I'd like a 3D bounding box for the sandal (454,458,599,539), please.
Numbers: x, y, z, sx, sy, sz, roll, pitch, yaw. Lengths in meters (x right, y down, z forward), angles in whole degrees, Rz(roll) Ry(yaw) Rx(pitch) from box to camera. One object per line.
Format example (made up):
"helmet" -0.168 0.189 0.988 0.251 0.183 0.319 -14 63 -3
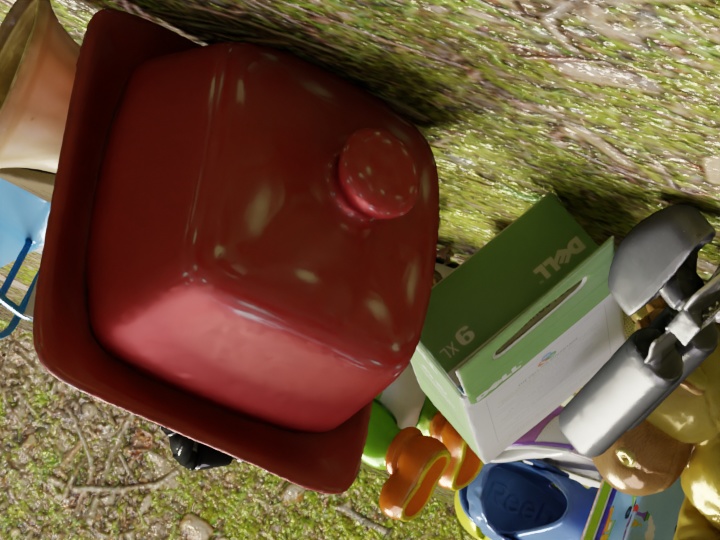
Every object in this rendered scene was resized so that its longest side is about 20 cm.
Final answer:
"sandal" 0.146 0.172 1.655 0.199 0.080 0.087 15 167 21

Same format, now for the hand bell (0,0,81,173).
"hand bell" -0.096 -0.057 1.260 0.199 0.105 0.104 23 171 -19

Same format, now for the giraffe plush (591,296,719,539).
"giraffe plush" 0.199 0.098 1.375 0.162 0.200 0.172 41 161 -14

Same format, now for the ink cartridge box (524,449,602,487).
"ink cartridge box" 0.117 0.085 1.711 0.199 0.083 0.147 20 171 8

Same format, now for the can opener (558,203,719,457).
"can opener" 0.142 0.026 1.238 0.067 0.053 0.200 50 152 9

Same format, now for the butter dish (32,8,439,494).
"butter dish" -0.031 -0.025 1.162 0.199 0.201 0.147 27 147 -33

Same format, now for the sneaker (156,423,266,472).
"sneaker" -0.110 0.059 1.515 0.199 0.112 0.077 18 174 32

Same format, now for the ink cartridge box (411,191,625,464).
"ink cartridge box" 0.078 0.025 1.278 0.059 0.104 0.200 50 175 18

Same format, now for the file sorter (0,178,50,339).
"file sorter" -0.271 -0.021 1.546 0.139 0.123 0.200 41 142 -22

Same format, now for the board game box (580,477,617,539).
"board game box" 0.214 0.167 1.588 0.134 0.201 0.045 20 171 4

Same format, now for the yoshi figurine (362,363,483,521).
"yoshi figurine" -0.023 0.085 1.564 0.200 0.112 0.113 36 166 23

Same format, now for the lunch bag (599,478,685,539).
"lunch bag" 0.264 0.151 1.529 0.199 0.151 0.094 22 172 -4

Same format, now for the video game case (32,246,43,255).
"video game case" -0.186 -0.053 1.582 0.199 0.019 0.143 21 143 3

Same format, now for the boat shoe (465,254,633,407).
"boat shoe" 0.124 0.032 1.458 0.076 0.072 0.200 -2 166 26

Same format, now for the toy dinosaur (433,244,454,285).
"toy dinosaur" 0.000 0.000 1.541 0.199 0.061 0.106 17 172 27

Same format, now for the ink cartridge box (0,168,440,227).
"ink cartridge box" -0.081 -0.042 1.415 0.199 0.076 0.164 26 172 -40

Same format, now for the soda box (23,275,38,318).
"soda box" -0.091 0.031 1.430 0.199 0.064 0.068 17 172 29

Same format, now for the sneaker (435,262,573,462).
"sneaker" 0.057 0.060 1.601 0.199 0.115 0.073 19 173 20
